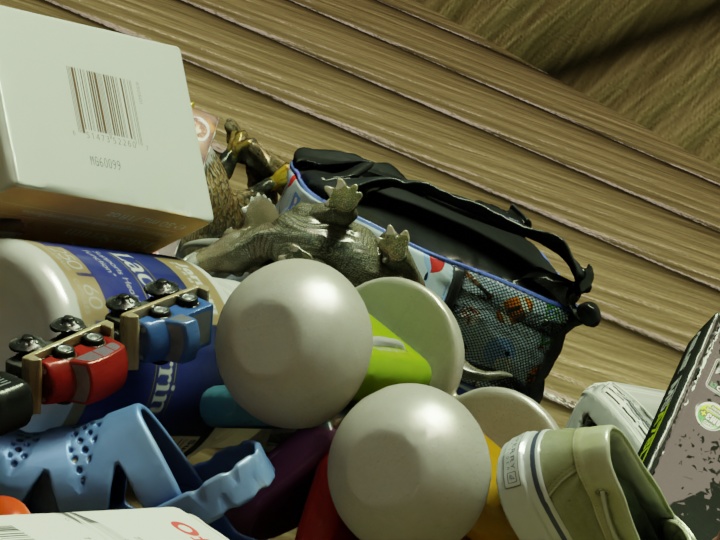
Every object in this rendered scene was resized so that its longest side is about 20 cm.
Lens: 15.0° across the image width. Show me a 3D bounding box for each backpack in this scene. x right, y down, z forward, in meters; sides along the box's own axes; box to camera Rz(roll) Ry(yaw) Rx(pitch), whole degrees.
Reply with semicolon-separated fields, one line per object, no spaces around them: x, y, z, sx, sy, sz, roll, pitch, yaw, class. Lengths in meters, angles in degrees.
0.025;0.010;1.676;0.190;0.155;0.200;29;4;-15;backpack

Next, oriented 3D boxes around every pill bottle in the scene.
-0.133;0.046;1.451;0.115;0.116;0.200;31;14;32;pill bottle

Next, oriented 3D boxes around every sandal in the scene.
-0.121;0.100;1.318;0.199;0.087;0.080;20;14;-7;sandal

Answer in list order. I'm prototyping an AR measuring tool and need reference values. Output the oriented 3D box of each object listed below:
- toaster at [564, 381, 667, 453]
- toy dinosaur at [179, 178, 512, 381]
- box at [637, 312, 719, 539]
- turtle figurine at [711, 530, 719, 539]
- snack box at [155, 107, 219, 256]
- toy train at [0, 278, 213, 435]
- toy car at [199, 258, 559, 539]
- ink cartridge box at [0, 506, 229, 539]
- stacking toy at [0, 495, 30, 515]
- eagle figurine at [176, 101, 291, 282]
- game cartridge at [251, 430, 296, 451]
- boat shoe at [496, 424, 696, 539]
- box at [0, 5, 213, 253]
0.196;0.146;1.657;0.129;0.114;0.200;14;19;-24;toaster
0.000;0.000;1.549;0.199;0.077;0.102;20;-6;-5;toy dinosaur
0.246;0.150;1.556;0.200;0.048;0.193;34;48;-3;box
0.158;0.189;1.301;0.200;0.162;0.064;25;19;-42;turtle figurine
-0.148;-0.041;1.780;0.072;0.024;0.201;21;44;-6;snack box
-0.136;0.044;1.308;0.046;0.034;0.200;19;28;34;toy train
-0.003;0.094;1.384;0.200;0.150;0.175;47;16;21;toy car
-0.096;0.165;1.086;0.146;0.084;0.200;31;14;31;ink cartridge box
-0.193;0.111;1.177;0.199;0.086;0.085;24;10;-28;stacking toy
-0.125;-0.043;1.903;0.200;0.151;0.151;-34;8;-41;eagle figurine
-0.047;0.074;1.695;0.199;0.039;0.130;9;23;-49;game cartridge
0.137;0.148;1.337;0.062;0.072;0.200;-14;-46;30;boat shoe
-0.207;-0.048;1.483;0.152;0.199;0.107;8;63;-49;box
